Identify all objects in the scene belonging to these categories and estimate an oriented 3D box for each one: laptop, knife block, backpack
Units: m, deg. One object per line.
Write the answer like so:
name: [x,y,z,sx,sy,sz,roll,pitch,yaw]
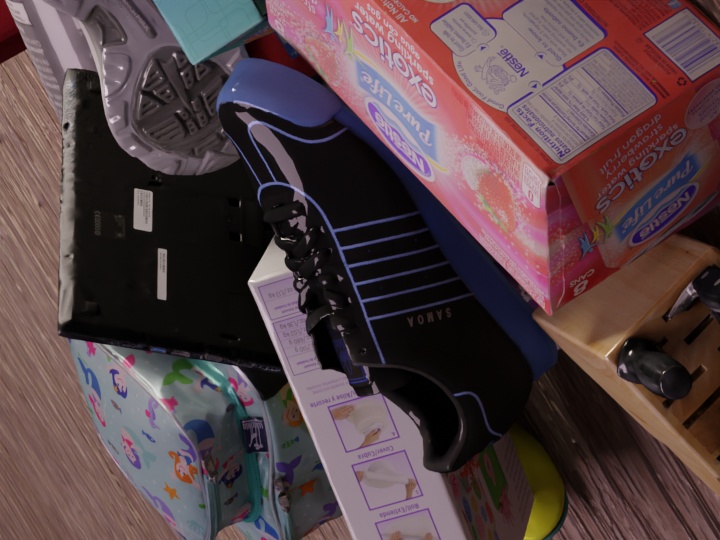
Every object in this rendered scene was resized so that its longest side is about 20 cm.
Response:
laptop: [-0.066,0.009,1.494,0.103,0.199,0.178,116,158,-45]
knife block: [0.126,0.024,1.167,0.200,0.064,0.176,45,178,36]
backpack: [-0.076,0.076,1.749,0.177,0.150,0.200,41,160,38]

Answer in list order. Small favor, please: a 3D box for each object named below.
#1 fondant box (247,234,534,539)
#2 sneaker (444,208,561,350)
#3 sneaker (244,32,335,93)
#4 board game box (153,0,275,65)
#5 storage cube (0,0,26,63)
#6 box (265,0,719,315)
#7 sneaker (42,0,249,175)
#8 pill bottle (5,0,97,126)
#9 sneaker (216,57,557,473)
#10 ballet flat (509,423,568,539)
fondant box: [0.019,0.062,1.426,0.144,0.058,0.201,-64,-47,-68]
sneaker: [0.063,-0.023,1.367,0.200,0.074,0.100,85,169,-57]
sneaker: [-0.065,-0.158,1.448,0.112,0.071,0.200,42,164,50]
board game box: [-0.085,-0.199,1.341,0.201,0.045,0.152,59,-158,0]
storage cube: [-0.247,-0.202,1.677,0.201,0.179,0.171,60,162,-3]
box: [0.053,-0.094,1.194,0.200,0.102,0.095,46,158,29]
sneaker: [-0.106,-0.134,1.402,0.100,0.078,0.200,-103,-11,-50]
pill bottle: [-0.114,-0.110,1.583,0.114,0.113,0.201,28,144,57]
sneaker: [0.000,0.000,1.270,0.200,0.078,0.070,46,155,-14]
ballet flat: [0.032,0.083,1.571,0.067,0.067,0.200,31,-173,-42]
